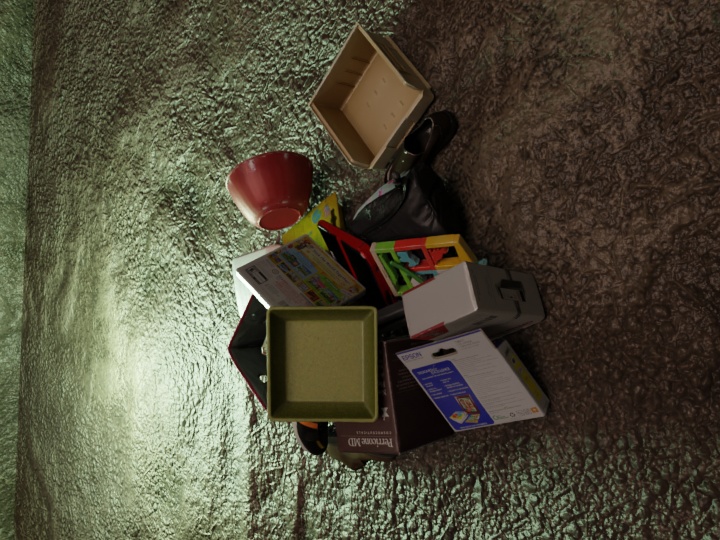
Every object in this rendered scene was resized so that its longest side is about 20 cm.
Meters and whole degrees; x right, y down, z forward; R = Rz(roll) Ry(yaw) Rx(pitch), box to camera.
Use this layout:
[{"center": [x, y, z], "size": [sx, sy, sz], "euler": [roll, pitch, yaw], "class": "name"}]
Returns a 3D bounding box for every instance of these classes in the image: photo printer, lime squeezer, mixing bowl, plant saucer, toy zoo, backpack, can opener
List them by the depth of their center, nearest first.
[{"center": [0.129, -0.007, 1.194], "size": [0.197, 0.132, 0.021], "euler": [-5, 47, 28], "class": "toy zoo"}, {"center": [-0.066, 0.163, 1.199], "size": [0.196, 0.048, 0.204], "euler": [0, 91, 4], "class": "plant saucer"}, {"center": [0.123, 0.058, 1.213], "size": [0.070, 0.038, 0.202], "euler": [-19, 105, 21], "class": "lime squeezer"}, {"center": [0.081, -0.094, 1.264], "size": [0.199, 0.126, 0.169], "euler": [-25, 94, 43], "class": "backpack"}, {"center": [0.090, 0.085, 1.278], "size": [0.197, 0.053, 0.067], "euler": [-20, 40, 20], "class": "can opener"}, {"center": [-0.187, -0.158, 1.472], "size": [0.199, 0.198, 0.110], "euler": [-34, 64, 39], "class": "mixing bowl"}, {"center": [-0.222, 0.030, 1.599], "size": [0.198, 0.069, 0.170], "euler": [-14, 84, 48], "class": "photo printer"}]

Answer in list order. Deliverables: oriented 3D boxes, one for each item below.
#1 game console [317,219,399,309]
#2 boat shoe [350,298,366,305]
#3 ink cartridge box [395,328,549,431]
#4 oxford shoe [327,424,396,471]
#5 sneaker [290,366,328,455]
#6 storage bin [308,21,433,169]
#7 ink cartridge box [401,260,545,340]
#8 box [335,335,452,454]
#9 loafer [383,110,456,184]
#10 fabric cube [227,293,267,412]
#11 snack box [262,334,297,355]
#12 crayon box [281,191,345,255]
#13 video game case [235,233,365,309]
[{"center": [0.000, 0.000, 1.337], "size": [0.176, 0.031, 0.202], "euler": [35, 157, 45], "class": "game console"}, {"center": [-0.036, 0.056, 1.382], "size": [0.200, 0.072, 0.066], "euler": [46, 149, 29], "class": "boat shoe"}, {"center": [0.191, 0.185, 1.167], "size": [0.196, 0.047, 0.201], "euler": [-22, 110, 43], "class": "ink cartridge box"}, {"center": [0.006, 0.378, 1.414], "size": [0.198, 0.072, 0.086], "euler": [-1, 107, 46], "class": "oxford shoe"}, {"center": [-0.083, 0.259, 1.267], "size": [0.089, 0.070, 0.203], "euler": [-5, 106, 31], "class": "sneaker"}, {"center": [0.020, -0.340, 1.347], "size": [0.201, 0.093, 0.200], "euler": [-51, 58, 32], "class": "storage bin"}, {"center": [0.189, 0.059, 1.124], "size": [0.146, 0.198, 0.084], "euler": [-29, 64, 39], "class": "ink cartridge box"}, {"center": [0.054, 0.230, 1.286], "size": [0.164, 0.163, 0.204], "euler": [-12, 83, 43], "class": "box"}, {"center": [0.098, -0.227, 1.290], "size": [0.073, 0.071, 0.201], "euler": [54, 125, 28], "class": "loafer"}, {"center": [-0.131, 0.155, 1.438], "size": [0.197, 0.198, 0.202], "euler": [48, 121, 30], "class": "fabric cube"}, {"center": [-0.129, 0.086, 1.305], "size": [0.071, 0.202, 0.025], "euler": [12, 135, 2], "class": "snack box"}, {"center": [-0.092, -0.064, 1.473], "size": [0.199, 0.050, 0.129], "euler": [-34, 53, 40], "class": "crayon box"}, {"center": [-0.118, 0.023, 1.335], "size": [0.200, 0.181, 0.023], "euler": [41, 144, 30], "class": "video game case"}]
